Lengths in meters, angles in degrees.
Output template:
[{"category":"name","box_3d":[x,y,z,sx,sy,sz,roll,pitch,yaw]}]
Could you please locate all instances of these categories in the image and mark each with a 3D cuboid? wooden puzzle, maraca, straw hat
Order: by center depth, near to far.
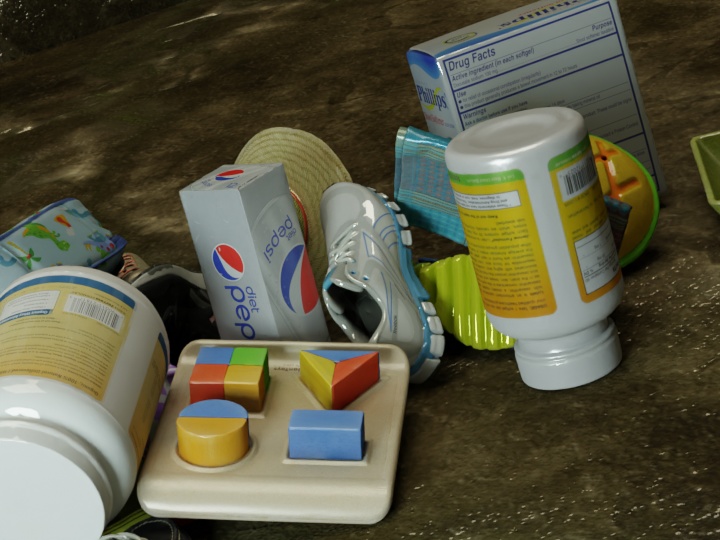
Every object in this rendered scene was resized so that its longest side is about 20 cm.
[{"category":"wooden puzzle","box_3d":[-0.061,0.107,1.479,0.185,0.046,0.200,2,32,5]},{"category":"maraca","box_3d":[0.164,-0.064,1.745,0.199,0.107,0.137,16,66,12]},{"category":"straw hat","box_3d":[-0.093,-0.033,1.761,0.085,0.202,0.201,-11,11,-40]}]

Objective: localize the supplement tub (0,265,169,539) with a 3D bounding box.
[{"category":"supplement tub","box_3d":[-0.225,0.106,1.445,0.144,0.145,0.200,-11,33,15]}]

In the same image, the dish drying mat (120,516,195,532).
[{"category":"dish drying mat","box_3d":[-0.120,0.166,1.517,0.199,0.018,0.077,-21,20,-15]}]

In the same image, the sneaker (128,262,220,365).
[{"category":"sneaker","box_3d":[-0.147,0.048,1.691,0.076,0.088,0.200,-47,-16,19]}]

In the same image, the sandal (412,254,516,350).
[{"category":"sandal","box_3d":[0.085,0.023,1.673,0.200,0.080,0.087,12,5,39]}]

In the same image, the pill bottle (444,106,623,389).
[{"category":"pill bottle","box_3d":[0.141,-0.015,1.530,0.111,0.201,0.111,-14,18,5]}]

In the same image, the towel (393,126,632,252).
[{"category":"towel","box_3d":[0.119,-0.047,1.637,0.199,0.147,0.022,21,63,10]}]

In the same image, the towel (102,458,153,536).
[{"category":"towel","box_3d":[-0.184,0.173,1.500,0.200,0.018,0.086,-27,25,-24]}]

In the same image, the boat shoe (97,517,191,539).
[{"category":"boat shoe","box_3d":[-0.165,0.214,1.353,0.074,0.061,0.200,-9,20,20]}]

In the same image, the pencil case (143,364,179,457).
[{"category":"pencil case","box_3d":[-0.201,0.109,1.645,0.084,0.086,0.200,-40,27,-22]}]

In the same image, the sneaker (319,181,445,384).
[{"category":"sneaker","box_3d":[0.000,0.000,1.628,0.087,0.075,0.200,14,40,-41]}]

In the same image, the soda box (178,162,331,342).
[{"category":"soda box","box_3d":[-0.081,0.014,1.630,0.068,0.201,0.063,0,23,38]}]

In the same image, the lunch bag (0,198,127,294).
[{"category":"lunch bag","box_3d":[-0.295,0.032,1.698,0.161,0.082,0.200,-51,-4,27]}]

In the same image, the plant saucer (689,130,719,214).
[{"category":"plant saucer","box_3d":[0.405,-0.092,1.767,0.199,0.048,0.200,-14,19,9]}]

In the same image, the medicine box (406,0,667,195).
[{"category":"medicine box","box_3d":[0.164,-0.139,1.850,0.182,0.201,0.103,-20,14,-11]}]

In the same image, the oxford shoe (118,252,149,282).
[{"category":"oxford shoe","box_3d":[-0.214,0.019,1.811,0.070,0.075,0.200,-24,-6,-13]}]
